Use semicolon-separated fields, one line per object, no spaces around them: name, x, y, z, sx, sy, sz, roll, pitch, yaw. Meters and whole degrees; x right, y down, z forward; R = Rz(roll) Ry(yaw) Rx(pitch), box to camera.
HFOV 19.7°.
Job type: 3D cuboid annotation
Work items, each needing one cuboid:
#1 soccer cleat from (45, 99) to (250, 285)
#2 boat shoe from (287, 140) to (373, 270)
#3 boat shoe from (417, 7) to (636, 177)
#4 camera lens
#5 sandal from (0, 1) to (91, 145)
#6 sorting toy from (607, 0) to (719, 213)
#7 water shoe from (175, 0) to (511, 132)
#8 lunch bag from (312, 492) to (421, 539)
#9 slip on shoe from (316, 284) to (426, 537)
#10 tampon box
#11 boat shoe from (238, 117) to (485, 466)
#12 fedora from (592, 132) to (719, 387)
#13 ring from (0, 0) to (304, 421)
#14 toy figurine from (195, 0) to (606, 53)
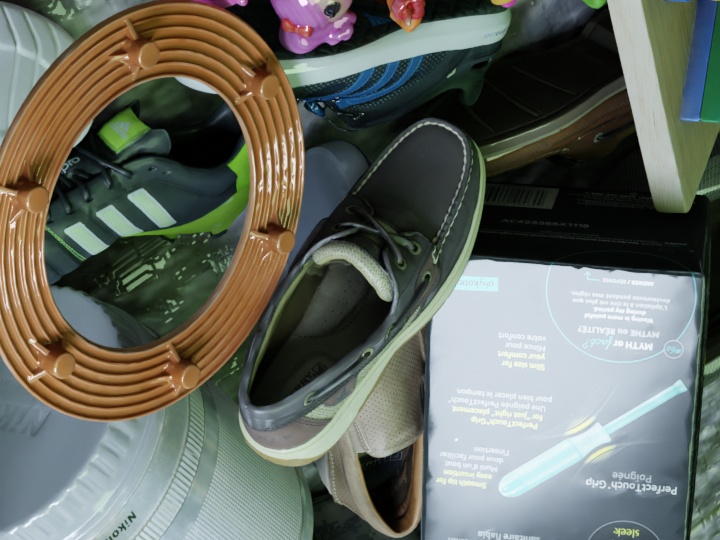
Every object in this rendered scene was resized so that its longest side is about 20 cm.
soccer cleat;-0.138;-0.040;1.035;0.199;0.068;0.081;-19;140;-34
boat shoe;0.000;0.000;1.174;0.065;0.074;0.201;-23;144;-24
boat shoe;0.122;-0.090;1.186;0.199;0.072;0.068;-27;133;-17
camera lens;-0.130;0.119;1.095;0.160;0.160;0.200;-43;137;-1
sandal;-0.214;-0.082;0.961;0.202;0.050;0.083;-10;102;-42
sorting toy;0.200;-0.167;1.106;0.199;0.069;0.201;-64;148;-37
water shoe;-0.008;-0.102;1.082;0.199;0.072;0.079;-12;133;-27
lunch bag;0.017;0.234;1.318;0.167;0.140;0.201;-5;126;-13
slip on shoe;0.010;0.073;1.150;0.076;0.061;0.201;-19;141;-22
tampon box;0.115;0.067;1.159;0.149;0.126;0.201;5;112;10
boat shoe;0.003;0.004;1.042;0.201;0.073;0.065;-62;166;-16
fedora;0.189;-0.011;1.282;0.200;0.090;0.177;-46;136;11
ring;-0.092;-0.025;0.959;0.200;0.019;0.202;-24;124;-41
toy figurine;0.000;-0.172;0.995;0.183;0.150;0.201;-28;121;0
